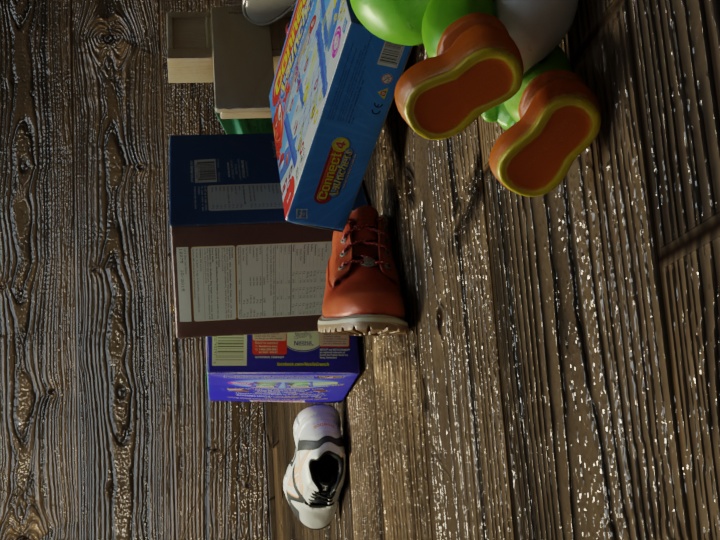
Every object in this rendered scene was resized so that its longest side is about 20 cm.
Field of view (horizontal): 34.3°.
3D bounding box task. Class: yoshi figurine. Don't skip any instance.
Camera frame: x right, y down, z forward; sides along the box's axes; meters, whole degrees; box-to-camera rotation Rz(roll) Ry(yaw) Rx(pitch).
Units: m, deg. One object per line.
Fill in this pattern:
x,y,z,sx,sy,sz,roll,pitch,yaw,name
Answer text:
0.042,-0.119,0.569,0.201,0.111,0.113,-96,2,-46,yoshi figurine

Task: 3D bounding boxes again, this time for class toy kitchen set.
-0.135,-0.201,1.440,0.181,0.198,0.164,99,167,-54,toy kitchen set

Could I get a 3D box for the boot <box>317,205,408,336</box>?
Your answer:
0.000,0.000,1.014,0.200,0.074,0.108,-128,42,-78,boot

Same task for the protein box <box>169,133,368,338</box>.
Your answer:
-0.101,-0.044,1.241,0.199,0.198,0.136,-105,15,-56,protein box

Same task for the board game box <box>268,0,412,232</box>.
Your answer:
-0.023,-0.175,1.017,0.197,0.055,0.201,-102,26,-49,board game box

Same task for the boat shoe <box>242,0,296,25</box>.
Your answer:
-0.076,-0.371,1.348,0.200,0.066,0.057,-54,14,38,boat shoe

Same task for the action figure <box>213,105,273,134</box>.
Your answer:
-0.114,-0.127,1.518,0.055,0.117,0.201,-55,49,44,action figure

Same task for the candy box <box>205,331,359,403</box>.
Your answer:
-0.094,0.102,1.341,0.200,0.167,0.078,114,156,-72,candy box

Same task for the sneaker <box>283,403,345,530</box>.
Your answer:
-0.055,0.263,1.457,0.080,0.073,0.201,-110,17,-49,sneaker

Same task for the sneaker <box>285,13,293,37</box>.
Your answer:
-0.042,-0.215,1.236,0.201,0.070,0.099,-113,24,-64,sneaker
